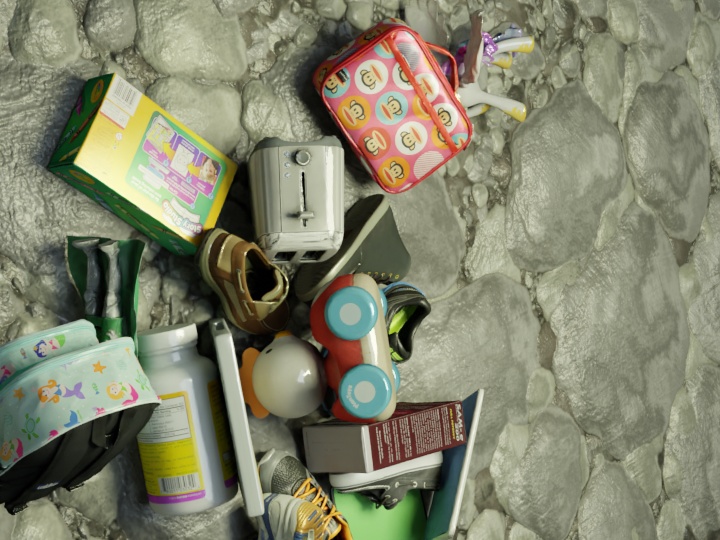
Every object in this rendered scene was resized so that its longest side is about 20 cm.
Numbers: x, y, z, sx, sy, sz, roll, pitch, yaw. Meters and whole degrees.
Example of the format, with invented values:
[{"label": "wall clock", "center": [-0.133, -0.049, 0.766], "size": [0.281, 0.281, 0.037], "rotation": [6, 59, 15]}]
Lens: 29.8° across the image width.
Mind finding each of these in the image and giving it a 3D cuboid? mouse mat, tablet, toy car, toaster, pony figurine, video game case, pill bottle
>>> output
[{"label": "mouse mat", "center": [0.035, 0.349, 1.798], "size": [0.160, 0.007, 0.202], "rotation": [-19, 99, -43]}, {"label": "tablet", "center": [0.125, 0.266, 1.814], "size": [0.014, 0.130, 0.202], "rotation": [18, 69, -8]}, {"label": "toy car", "center": [-0.063, 0.105, 1.618], "size": [0.184, 0.197, 0.179], "rotation": [-14, 94, -85]}, {"label": "toaster", "center": [-0.079, -0.080, 1.617], "size": [0.112, 0.200, 0.131], "rotation": [-1, 83, -10]}, {"label": "pony figurine", "center": [0.144, -0.281, 1.861], "size": [0.198, 0.166, 0.195], "rotation": [-12, 119, -33]}, {"label": "video game case", "center": [-0.142, 0.162, 1.540], "size": [0.023, 0.182, 0.203], "rotation": [-10, 95, -7]}, {"label": "pill bottle", "center": [-0.203, 0.165, 1.519], "size": [0.104, 0.104, 0.203], "rotation": [-14, 96, -43]}]

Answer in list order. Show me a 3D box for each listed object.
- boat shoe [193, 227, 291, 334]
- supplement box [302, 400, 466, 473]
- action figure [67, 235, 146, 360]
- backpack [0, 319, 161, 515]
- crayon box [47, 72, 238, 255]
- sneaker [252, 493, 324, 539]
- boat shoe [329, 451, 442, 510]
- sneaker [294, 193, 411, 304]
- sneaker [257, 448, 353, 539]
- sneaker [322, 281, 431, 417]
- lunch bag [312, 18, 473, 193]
[{"label": "boat shoe", "center": [-0.124, 0.022, 1.592], "size": [0.200, 0.073, 0.076], "rotation": [52, 54, -56]}, {"label": "supplement box", "center": [0.033, 0.211, 1.728], "size": [0.199, 0.108, 0.062], "rotation": [-9, 91, -47]}, {"label": "action figure", "center": [-0.276, 0.067, 1.468], "size": [0.054, 0.117, 0.203], "rotation": [-17, 108, -50]}, {"label": "backpack", "center": [-0.303, 0.139, 1.363], "size": [0.176, 0.200, 0.152], "rotation": [-15, 77, -42]}, {"label": "crayon box", "center": [-0.242, -0.117, 1.535], "size": [0.199, 0.058, 0.120], "rotation": [37, 63, -36]}, {"label": "sneaker", "center": [-0.096, 0.357, 1.634], "size": [0.075, 0.087, 0.202], "rotation": [-26, 128, -57]}, {"label": "boat shoe", "center": [0.038, 0.278, 1.763], "size": [0.199, 0.069, 0.067], "rotation": [-3, 86, -51]}, {"label": "sneaker", "center": [0.000, 0.000, 1.746], "size": [0.200, 0.074, 0.107], "rotation": [-50, 120, -35]}, {"label": "sneaker", "center": [-0.059, 0.300, 1.665], "size": [0.078, 0.077, 0.201], "rotation": [-46, 116, -34]}, {"label": "sneaker", "center": [0.017, 0.101, 1.734], "size": [0.200, 0.082, 0.071], "rotation": [-51, 124, -10]}, {"label": "lunch bag", "center": [0.052, -0.220, 1.758], "size": [0.175, 0.082, 0.201], "rotation": [-35, 115, 1]}]
